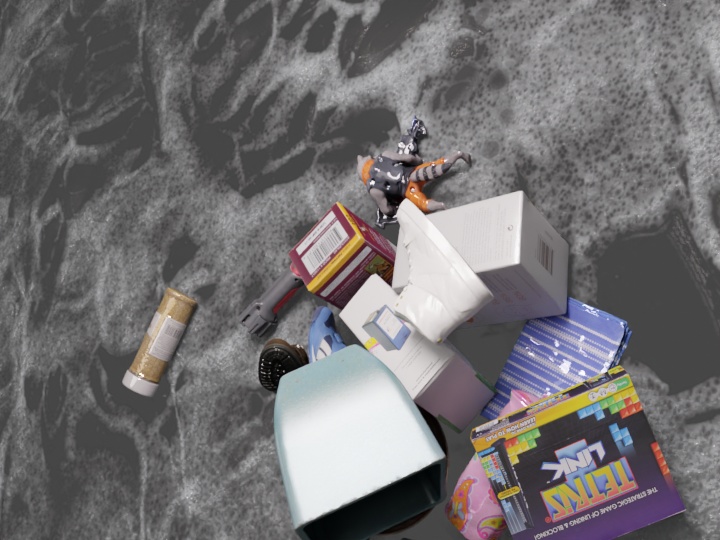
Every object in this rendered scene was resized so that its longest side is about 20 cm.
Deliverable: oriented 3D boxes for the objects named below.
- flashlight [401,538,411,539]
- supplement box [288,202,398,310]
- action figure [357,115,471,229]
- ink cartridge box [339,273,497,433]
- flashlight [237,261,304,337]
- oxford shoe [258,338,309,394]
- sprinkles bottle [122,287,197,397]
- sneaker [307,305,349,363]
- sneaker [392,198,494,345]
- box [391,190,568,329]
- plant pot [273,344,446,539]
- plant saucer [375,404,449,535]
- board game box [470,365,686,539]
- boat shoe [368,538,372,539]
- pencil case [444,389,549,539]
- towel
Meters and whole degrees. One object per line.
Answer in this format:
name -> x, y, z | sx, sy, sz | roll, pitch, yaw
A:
flashlight -> 0.138, 0.395, 0.966 | 0.196, 0.068, 0.069 | -6, 54, 39
supplement box -> 0.000, 0.000, 1.153 | 0.110, 0.199, 0.086 | -43, 51, 12
action figure -> 0.079, -0.173, 1.236 | 0.189, 0.104, 0.206 | 7, 77, 28
ink cartridge box -> 0.079, 0.114, 1.070 | 0.088, 0.145, 0.200 | -46, 47, 4
flashlight -> -0.122, 0.034, 1.322 | 0.068, 0.068, 0.200 | 45, 106, 5
oxford shoe -> -0.116, 0.147, 1.184 | 0.070, 0.201, 0.086 | -5, 60, 4
sprinkles bottle -> -0.385, 0.138, 1.466 | 0.067, 0.068, 0.204 | 20, 83, 40
sneaker -> -0.040, 0.146, 1.206 | 0.080, 0.075, 0.204 | -11, 54, 7
sneaker -> 0.072, 0.003, 0.967 | 0.115, 0.073, 0.201 | -43, 46, 10
box -> 0.166, -0.006, 1.050 | 0.196, 0.152, 0.109 | -11, 57, 36
plant pot -> -0.016, 0.222, 0.988 | 0.192, 0.198, 0.203 | -23, 60, -7
plant saucer -> 0.028, 0.270, 1.080 | 0.194, 0.035, 0.205 | -2, 65, 4
board game box -> 0.249, 0.231, 0.888 | 0.196, 0.057, 0.169 | -25, 88, 10
boat shoe -> -0.016, 0.340, 1.109 | 0.073, 0.062, 0.205 | 1, 72, 35
pencil case -> 0.185, 0.249, 0.971 | 0.087, 0.087, 0.204 | 34, 100, 40
towel -> 0.258, 0.136, 1.019 | 0.143, 0.024, 0.204 | 26, 88, 41
